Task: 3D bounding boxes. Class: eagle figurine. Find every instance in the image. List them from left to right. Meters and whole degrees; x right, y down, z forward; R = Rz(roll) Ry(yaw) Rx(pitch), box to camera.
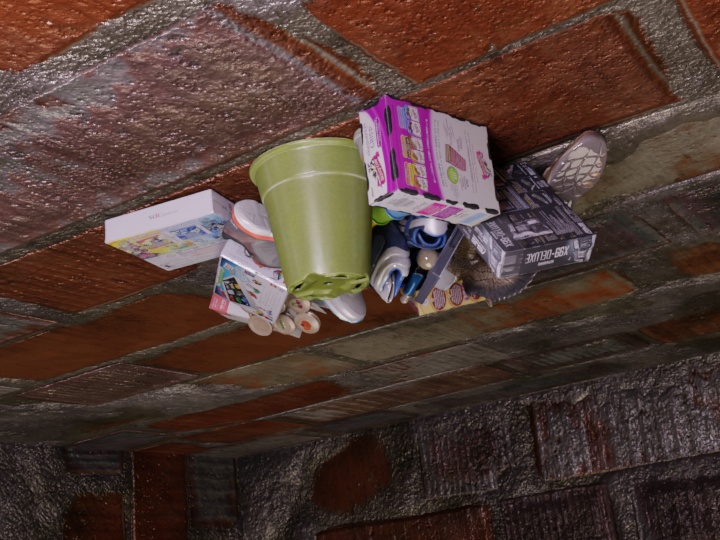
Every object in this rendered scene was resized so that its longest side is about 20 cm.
[{"bbox_3d":[0.220,-0.025,1.717,0.151,0.152,0.200,28,167,-4],"label":"eagle figurine"}]

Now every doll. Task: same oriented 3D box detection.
[{"bbox_3d":[0.096,-0.004,1.769,0.048,0.137,0.200,25,163,-13],"label":"doll"}]

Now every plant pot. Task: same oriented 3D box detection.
[{"bbox_3d":[-0.055,-0.064,1.408,0.198,0.192,0.200,-7,162,-2],"label":"plant pot"}]

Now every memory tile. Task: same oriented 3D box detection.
[{"bbox_3d":[-0.163,0.038,1.729,0.152,0.017,0.201,-1,128,26],"label":"memory tile"}]

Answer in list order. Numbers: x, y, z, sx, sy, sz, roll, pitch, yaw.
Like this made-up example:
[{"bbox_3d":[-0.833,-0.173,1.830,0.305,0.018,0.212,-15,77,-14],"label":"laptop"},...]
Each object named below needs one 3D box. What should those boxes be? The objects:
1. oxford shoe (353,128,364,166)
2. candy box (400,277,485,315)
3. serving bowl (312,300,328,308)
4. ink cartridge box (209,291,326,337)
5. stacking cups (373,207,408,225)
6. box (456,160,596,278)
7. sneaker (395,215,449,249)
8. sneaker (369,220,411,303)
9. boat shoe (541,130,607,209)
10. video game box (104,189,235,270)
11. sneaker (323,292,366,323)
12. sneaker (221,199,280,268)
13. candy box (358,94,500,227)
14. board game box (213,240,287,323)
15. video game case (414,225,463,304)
[{"bbox_3d":[0.063,-0.156,1.388,0.075,0.058,0.199,-24,158,33],"label":"oxford shoe"},{"bbox_3d":[0.185,0.027,1.869,0.198,0.057,0.117,-15,-164,-11],"label":"candy box"},{"bbox_3d":[-0.086,0.023,1.813,0.198,0.066,0.200,15,173,2],"label":"serving bowl"},{"bbox_3d":[-0.176,0.076,1.863,0.198,0.068,0.116,13,170,15],"label":"ink cartridge box"},{"bbox_3d":[0.064,-0.111,1.474,0.060,0.061,0.199,7,166,-37],"label":"stacking cups"},{"bbox_3d":[0.226,-0.079,1.425,0.156,0.200,0.050,-12,133,-23],"label":"box"},{"bbox_3d":[0.103,-0.068,1.630,0.073,0.083,0.200,-5,164,-9],"label":"sneaker"},{"bbox_3d":[0.000,0.000,1.642,0.199,0.148,0.080,-34,153,31],"label":"sneaker"},{"bbox_3d":[0.316,-0.147,1.497,0.075,0.072,0.201,14,138,-13],"label":"boat shoe"},{"bbox_3d":[-0.280,-0.061,1.564,0.198,0.047,0.182,-14,163,18],"label":"video game box"},{"bbox_3d":[-0.031,-0.011,1.578,0.080,0.202,0.076,-18,-173,29],"label":"sneaker"},{"bbox_3d":[-0.128,-0.036,1.513,0.199,0.077,0.082,32,126,-21],"label":"sneaker"},{"bbox_3d":[0.095,-0.144,1.309,0.199,0.138,0.061,9,157,-39],"label":"candy box"},{"bbox_3d":[-0.182,0.023,1.637,0.125,0.035,0.200,28,158,-2],"label":"board game box"},{"bbox_3d":[0.152,-0.051,1.557,0.019,0.201,0.143,29,160,2],"label":"video game case"}]
